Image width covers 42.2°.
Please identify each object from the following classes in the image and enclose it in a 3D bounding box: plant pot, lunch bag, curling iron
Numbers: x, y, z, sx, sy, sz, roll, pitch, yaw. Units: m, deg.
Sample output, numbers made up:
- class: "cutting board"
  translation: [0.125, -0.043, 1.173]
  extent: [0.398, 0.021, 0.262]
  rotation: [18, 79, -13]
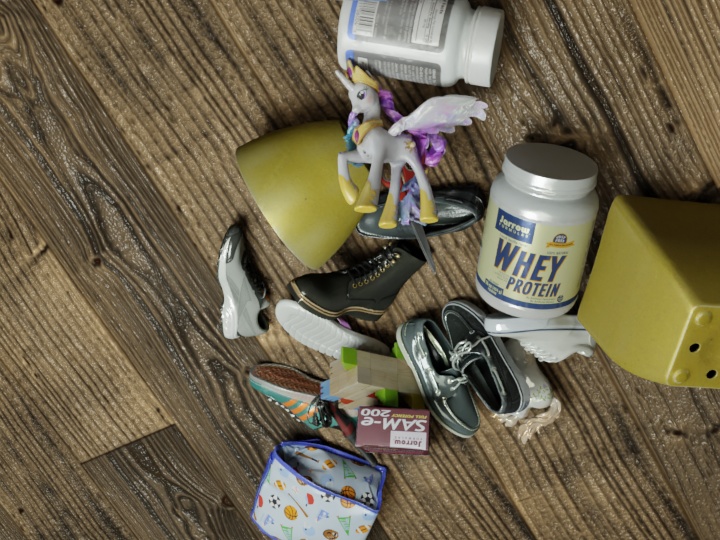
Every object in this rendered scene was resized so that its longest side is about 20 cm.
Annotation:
- class: "plant pot"
  translation: [-0.057, -0.124, 1.286]
  extent: [0.141, 0.200, 0.201]
  rotation: [-33, 105, 11]
- class: "plant pot"
  translation: [0.417, 0.043, 1.181]
  extent: [0.191, 0.201, 0.198]
  rotation: [4, 119, -10]
- class: "lunch bag"
  translation: [-0.076, 0.386, 1.581]
  extent: [0.197, 0.124, 0.172]
  rotation: [19, 121, -3]
- class: "curling iron"
  translation: [-0.026, 0.261, 1.494]
  extent: [0.025, 0.050, 0.200]
  rotation: [15, 154, 43]

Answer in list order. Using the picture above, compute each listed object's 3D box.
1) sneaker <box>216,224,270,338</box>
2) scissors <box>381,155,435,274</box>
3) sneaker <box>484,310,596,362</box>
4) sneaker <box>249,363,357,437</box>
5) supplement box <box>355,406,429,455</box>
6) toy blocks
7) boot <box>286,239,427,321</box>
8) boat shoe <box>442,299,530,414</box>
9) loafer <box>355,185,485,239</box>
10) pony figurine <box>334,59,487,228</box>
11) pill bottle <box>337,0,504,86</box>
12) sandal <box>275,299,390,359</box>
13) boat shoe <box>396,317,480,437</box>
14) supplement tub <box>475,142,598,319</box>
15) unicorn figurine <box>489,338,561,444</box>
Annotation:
- class: "sneaker"
  translation: [-0.181, 0.017, 1.457]
  extent: [0.078, 0.074, 0.203]
  rotation: [2, 123, 5]
- class: "scissors"
  translation: [0.063, -0.089, 1.293]
  extent: [0.072, 0.014, 0.203]
  rotation: [-7, 76, 8]
- class: "sneaker"
  translation: [0.260, 0.094, 1.304]
  extent: [0.197, 0.073, 0.072]
  rotation: [3, 93, -26]
- class: "sneaker"
  translation: [-0.094, 0.218, 1.528]
  extent: [0.197, 0.072, 0.081]
  rotation: [19, 116, 4]
- class: "supplement box"
  translation: [0.053, 0.246, 1.421]
  extent: [0.107, 0.200, 0.062]
  rotation: [2, 78, 4]
- class: "toy blocks"
  translation: [0.017, 0.178, 1.441]
  extent: [0.198, 0.101, 0.136]
  rotation: [15, 152, -33]
- class: "boot"
  translation: [0.000, 0.000, 1.340]
  extent: [0.138, 0.199, 0.078]
  rotation: [-47, 62, 26]
- class: "boat shoe"
  translation: [0.164, 0.124, 1.347]
  extent: [0.074, 0.067, 0.201]
  rotation: [-53, 53, 39]
- class: "loafer"
  translation: [0.079, -0.079, 1.325]
  extent: [0.198, 0.071, 0.069]
  rotation: [-8, 115, 20]
- class: "pony figurine"
  translation: [0.050, -0.159, 1.188]
  extent: [0.191, 0.203, 0.166]
  rotation: [7, 163, -33]
- class: "pill bottle"
  translation: [0.078, -0.298, 1.188]
  extent: [0.197, 0.114, 0.115]
  rotation: [12, 119, 10]
- class: "sandal"
  translation: [-0.044, 0.094, 1.466]
  extent: [0.201, 0.050, 0.082]
  rotation: [30, 136, -15]
- class: "boat shoe"
  translation: [0.127, 0.159, 1.401]
  extent: [0.062, 0.072, 0.202]
  rotation: [-30, 90, 50]
- class: "supplement tub"
  translation: [0.237, -0.053, 1.248]
  extent: [0.143, 0.145, 0.203]
  rotation: [12, 119, 10]
- class: "unicorn figurine"
  translation: [0.234, 0.147, 1.396]
  extent: [0.136, 0.074, 0.201]
  rotation: [-32, 102, 19]
